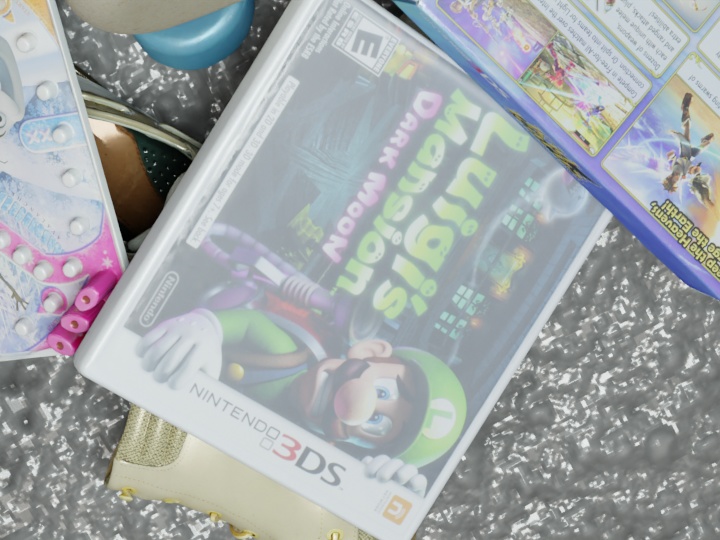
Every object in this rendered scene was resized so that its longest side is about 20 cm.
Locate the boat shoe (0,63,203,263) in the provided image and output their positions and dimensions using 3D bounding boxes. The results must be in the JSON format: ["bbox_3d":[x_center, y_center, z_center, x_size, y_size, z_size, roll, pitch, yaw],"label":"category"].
[{"bbox_3d":[-0.089,-0.027,0.854,0.199,0.068,0.075,30,102,-14],"label":"boat shoe"}]

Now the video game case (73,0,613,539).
[{"bbox_3d":[0.000,0.000,0.811,0.181,0.023,0.201,31,92,-24],"label":"video game case"}]

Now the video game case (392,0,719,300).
[{"bbox_3d":[0.143,-0.119,0.795,0.200,0.045,0.182,41,86,-19],"label":"video game case"}]

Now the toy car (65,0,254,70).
[{"bbox_3d":[-0.075,-0.218,0.772,0.175,0.184,0.202,-25,79,2],"label":"toy car"}]

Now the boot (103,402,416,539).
[{"bbox_3d":[-0.051,0.123,0.903,0.154,0.073,0.202,10,112,-5],"label":"boot"}]

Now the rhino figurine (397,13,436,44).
[{"bbox_3d":[0.019,-0.074,0.843,0.199,0.060,0.088,-32,108,-11],"label":"rhino figurine"}]

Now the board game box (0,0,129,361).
[{"bbox_3d":[-0.210,-0.047,0.813,0.198,0.026,0.202,-7,109,22],"label":"board game box"}]
